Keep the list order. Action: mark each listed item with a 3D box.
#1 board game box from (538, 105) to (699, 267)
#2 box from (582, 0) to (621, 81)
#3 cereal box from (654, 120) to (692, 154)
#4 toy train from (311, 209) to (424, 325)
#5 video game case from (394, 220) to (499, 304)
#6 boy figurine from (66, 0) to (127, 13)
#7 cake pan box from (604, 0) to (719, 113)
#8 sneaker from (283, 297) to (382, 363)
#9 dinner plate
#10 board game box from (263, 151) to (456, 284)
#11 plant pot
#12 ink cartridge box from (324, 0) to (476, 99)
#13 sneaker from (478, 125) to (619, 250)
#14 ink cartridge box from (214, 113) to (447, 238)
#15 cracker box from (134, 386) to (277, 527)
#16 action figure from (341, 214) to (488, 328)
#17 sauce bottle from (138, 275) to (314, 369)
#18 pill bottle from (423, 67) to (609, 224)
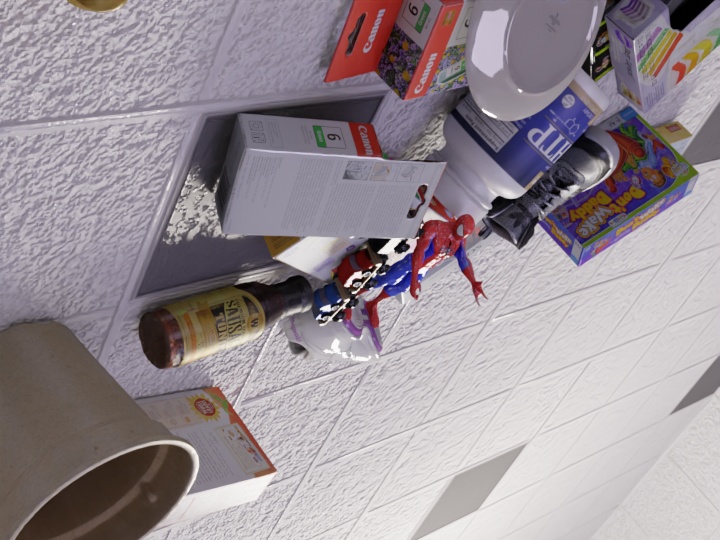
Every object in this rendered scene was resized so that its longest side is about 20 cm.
[{"bbox_3d":[0.314,-0.110,1.572,0.199,0.135,0.045,-32,154,-19],"label":"board game box"},{"bbox_3d":[0.313,-0.323,1.338,0.199,0.048,0.193,-38,157,-7],"label":"box"},{"bbox_3d":[0.380,-0.117,1.762,0.143,0.040,0.201,-20,147,-37],"label":"cereal box"},{"bbox_3d":[0.000,0.000,1.311,0.045,0.034,0.200,0,146,-38],"label":"toy train"},{"bbox_3d":[0.114,-0.058,1.510,0.181,0.023,0.201,-34,153,-14],"label":"video game case"},{"bbox_3d":[-0.213,-0.220,0.757,0.124,0.064,0.200,-45,151,2],"label":"boy figurine"},{"bbox_3d":[0.356,-0.287,1.348,0.184,0.052,0.200,-44,156,-2],"label":"cake pan box"},{"bbox_3d":[-0.033,0.074,1.487,0.099,0.076,0.200,-18,161,12],"label":"sneaker"},{"bbox_3d":[0.175,-0.233,1.154,0.199,0.024,0.202,-27,133,-34],"label":"dinner plate"},{"bbox_3d":[0.004,-0.046,1.315,0.152,0.041,0.200,-32,156,14],"label":"board game box"},{"bbox_3d":[-0.279,0.154,1.116,0.199,0.184,0.201,-32,154,-18],"label":"plant pot"},{"bbox_3d":[0.068,-0.219,1.139,0.199,0.050,0.110,-20,147,-39],"label":"ink cartridge box"},{"bbox_3d":[0.206,-0.086,1.377,0.114,0.075,0.200,-52,-168,-28],"label":"sneaker"},{"bbox_3d":[-0.029,-0.085,1.152,0.198,0.051,0.110,1,137,-21],"label":"ink cartridge box"},{"bbox_3d":[-0.206,0.206,1.358,0.199,0.134,0.058,-3,137,-51],"label":"cracker box"},{"bbox_3d":[0.062,0.019,1.322,0.065,0.100,0.200,13,138,-36],"label":"action figure"},{"bbox_3d":[-0.135,0.047,1.286,0.199,0.066,0.066,-20,148,-38],"label":"sauce bottle"},{"bbox_3d":[0.158,-0.149,1.314,0.200,0.120,0.119,-46,154,12],"label":"pill bottle"}]
